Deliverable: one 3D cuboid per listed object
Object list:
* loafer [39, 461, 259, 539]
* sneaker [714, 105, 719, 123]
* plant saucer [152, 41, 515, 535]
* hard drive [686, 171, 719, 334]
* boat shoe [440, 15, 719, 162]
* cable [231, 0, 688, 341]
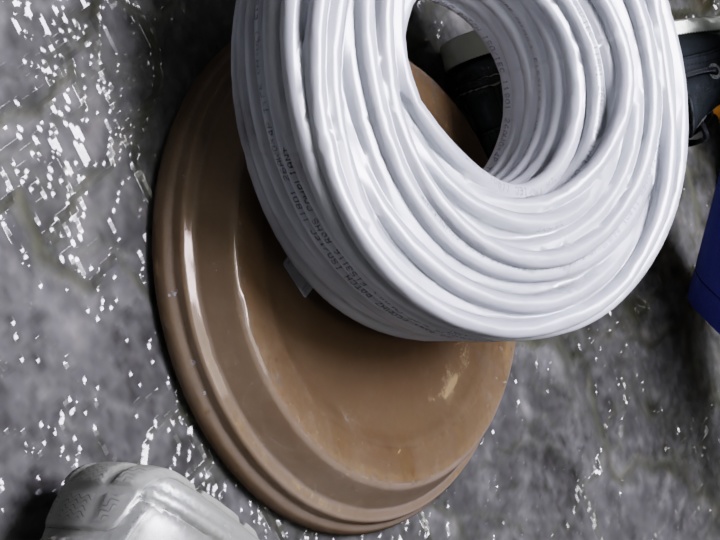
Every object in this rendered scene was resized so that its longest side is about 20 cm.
[{"bbox_3d":[-0.034,0.136,0.740,0.200,0.070,0.070,37,63,-32],"label":"loafer"},{"bbox_3d":[0.218,-0.018,1.072,0.077,0.078,0.201,-19,96,-33],"label":"sneaker"},{"bbox_3d":[0.000,0.000,0.835,0.200,0.029,0.201,12,74,-48],"label":"plant saucer"},{"bbox_3d":[0.208,-0.023,0.938,0.025,0.132,0.201,-21,140,-27],"label":"hard drive"},{"bbox_3d":[0.119,-0.073,0.951,0.199,0.074,0.066,-4,80,-47],"label":"boat shoe"},{"bbox_3d":[0.038,-0.071,0.805,0.200,0.069,0.201,-28,102,-39],"label":"cable"}]
